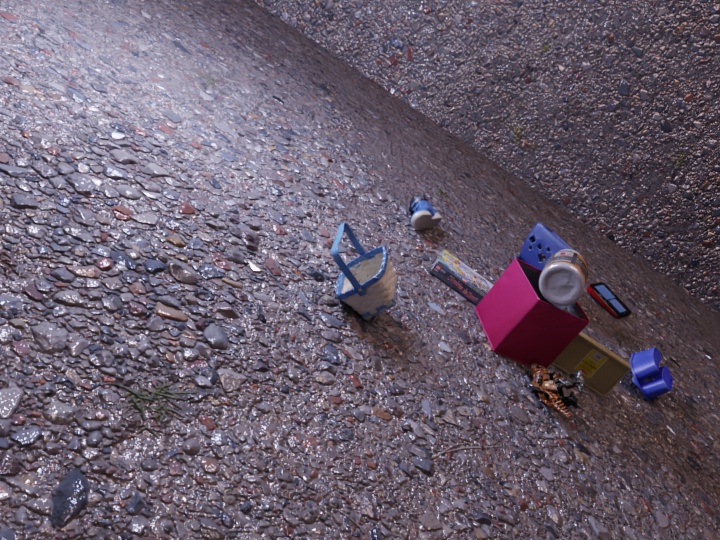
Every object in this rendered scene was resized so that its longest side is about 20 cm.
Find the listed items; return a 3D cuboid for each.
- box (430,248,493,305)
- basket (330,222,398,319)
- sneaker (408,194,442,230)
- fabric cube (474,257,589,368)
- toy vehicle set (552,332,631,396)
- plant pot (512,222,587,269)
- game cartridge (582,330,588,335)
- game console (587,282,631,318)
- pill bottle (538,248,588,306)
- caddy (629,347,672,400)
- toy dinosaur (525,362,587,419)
[{"bbox_3d":[0.313,0.026,1.920,0.199,0.038,0.137,36,26,2],"label":"box"},{"bbox_3d":[0.000,0.000,1.457,0.201,0.138,0.177,60,19,-19],"label":"basket"},{"bbox_3d":[0.194,-0.200,2.106,0.111,0.077,0.199,50,25,16],"label":"sneaker"},{"bbox_3d":[0.475,0.126,1.765,0.198,0.200,0.197,22,28,-23],"label":"fabric cube"},{"bbox_3d":[0.668,0.270,1.835,0.199,0.125,0.027,33,26,-4],"label":"toy vehicle set"},{"bbox_3d":[0.666,-0.032,2.247,0.200,0.180,0.199,47,18,24],"label":"plant pot"},{"bbox_3d":[0.665,0.213,1.953,0.199,0.040,0.135,28,44,-42],"label":"game cartridge"},{"bbox_3d":[1.038,0.122,2.622,0.199,0.031,0.177,-3,45,-51],"label":"game console"},{"bbox_3d":[0.545,0.012,1.682,0.116,0.117,0.200,39,27,8],"label":"pill bottle"},{"bbox_3d":[0.946,0.340,2.074,0.199,0.104,0.142,-21,82,-60],"label":"caddy"},{"bbox_3d":[0.503,0.315,1.633,0.134,0.103,0.202,5,48,-8],"label":"toy dinosaur"}]
